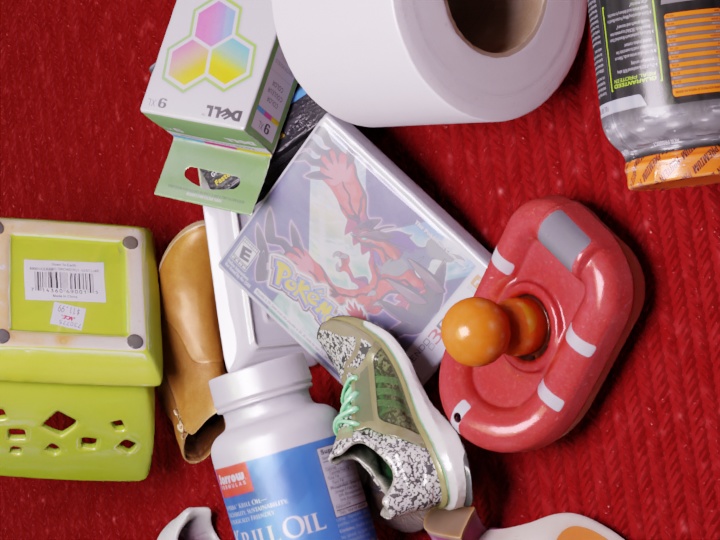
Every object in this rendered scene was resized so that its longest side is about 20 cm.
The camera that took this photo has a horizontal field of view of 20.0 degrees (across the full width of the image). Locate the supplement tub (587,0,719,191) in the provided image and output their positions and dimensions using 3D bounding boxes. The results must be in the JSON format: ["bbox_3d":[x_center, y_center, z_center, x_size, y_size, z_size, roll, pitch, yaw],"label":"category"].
[{"bbox_3d":[0.218,-0.159,1.392,0.122,0.122,0.201,-9,86,49],"label":"supplement tub"}]

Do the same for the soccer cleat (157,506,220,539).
[{"bbox_3d":[-0.132,0.308,1.881,0.200,0.070,0.086,59,133,29],"label":"soccer cleat"}]

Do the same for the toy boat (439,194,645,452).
[{"bbox_3d":[0.113,0.045,1.525,0.131,0.130,0.200,47,126,37],"label":"toy boat"}]

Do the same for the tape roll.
[{"bbox_3d":[0.053,-0.208,1.522,0.139,0.202,0.203,3,96,49],"label":"tape roll"}]

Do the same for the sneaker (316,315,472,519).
[{"bbox_3d":[0.007,0.115,1.607,0.200,0.088,0.077,53,151,33],"label":"sneaker"}]

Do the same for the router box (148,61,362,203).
[{"bbox_3d":[-0.062,-0.164,1.706,0.200,0.051,0.149,-35,62,12],"label":"router box"}]

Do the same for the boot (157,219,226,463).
[{"bbox_3d":[-0.140,0.068,1.856,0.201,0.071,0.144,110,148,-42],"label":"boot"}]

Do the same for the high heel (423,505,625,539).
[{"bbox_3d":[0.143,0.237,1.581,0.200,0.067,0.096,4,140,32],"label":"high heel"}]

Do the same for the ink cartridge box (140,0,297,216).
[{"bbox_3d":[-0.110,-0.155,1.661,0.104,0.059,0.200,13,79,29],"label":"ink cartridge box"}]

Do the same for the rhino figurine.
[{"bbox_3d":[0.024,0.174,1.695,0.200,0.060,0.088,6,107,47],"label":"rhino figurine"}]

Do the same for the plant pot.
[{"bbox_3d":[-0.278,0.061,1.867,0.182,0.199,0.199,112,157,-52],"label":"plant pot"}]

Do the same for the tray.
[{"bbox_3d":[-0.083,-0.014,1.768,0.022,0.107,0.201,-13,84,46],"label":"tray"}]

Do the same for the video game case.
[{"bbox_3d":[0.000,0.000,1.666,0.200,0.023,0.182,43,122,9],"label":"video game case"}]

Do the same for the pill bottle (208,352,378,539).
[{"bbox_3d":[-0.057,0.174,1.655,0.112,0.112,0.201,-22,84,48],"label":"pill bottle"}]

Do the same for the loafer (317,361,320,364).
[{"bbox_3d":[-0.032,-0.009,1.736,0.073,0.071,0.201,-7,88,49],"label":"loafer"}]
